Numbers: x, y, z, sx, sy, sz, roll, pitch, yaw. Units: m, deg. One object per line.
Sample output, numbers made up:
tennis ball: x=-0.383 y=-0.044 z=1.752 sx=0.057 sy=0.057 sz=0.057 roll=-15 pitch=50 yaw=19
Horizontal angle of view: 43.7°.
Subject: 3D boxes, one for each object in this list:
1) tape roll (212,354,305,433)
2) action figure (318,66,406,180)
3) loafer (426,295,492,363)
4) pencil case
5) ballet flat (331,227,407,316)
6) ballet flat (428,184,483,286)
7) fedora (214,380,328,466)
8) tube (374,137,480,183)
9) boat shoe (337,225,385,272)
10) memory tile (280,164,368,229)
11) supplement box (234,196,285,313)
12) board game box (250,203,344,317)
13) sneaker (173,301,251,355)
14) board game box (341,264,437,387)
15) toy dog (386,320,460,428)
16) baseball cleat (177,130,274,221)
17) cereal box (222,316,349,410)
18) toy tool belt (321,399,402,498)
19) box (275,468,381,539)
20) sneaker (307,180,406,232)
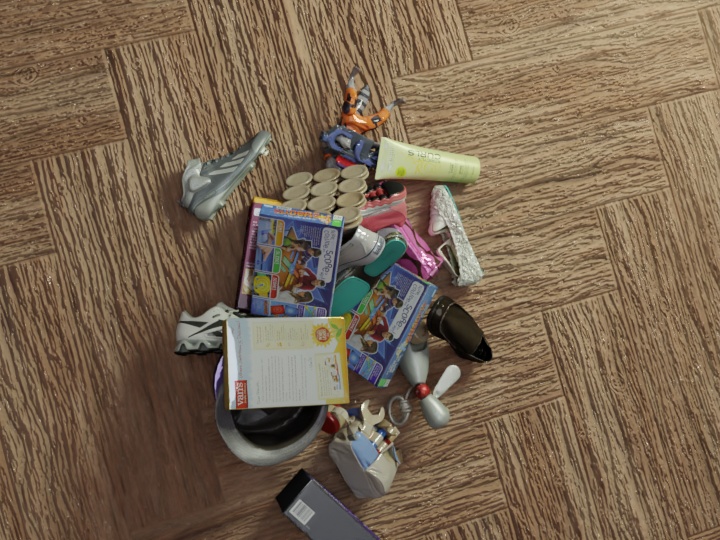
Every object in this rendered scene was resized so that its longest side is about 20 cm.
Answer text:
tape roll: x=-0.157 y=0.198 z=1.575 sx=0.200 sy=0.085 sz=0.200 roll=1 pitch=86 yaw=-11
action figure: x=0.005 y=-0.244 z=1.653 sx=0.200 sy=0.105 sz=0.194 roll=31 pitch=87 yaw=-35
loafer: x=0.186 y=0.108 z=1.600 sx=0.200 sy=0.071 sz=0.073 roll=40 pitch=76 yaw=-49
pencil case: x=0.071 y=-0.064 z=1.632 sx=0.091 sy=0.094 sz=0.200 roll=-40 pitch=96 yaw=-26
ballet flat: x=0.000 y=0.000 z=1.555 sx=0.072 sy=0.072 sz=0.200 roll=44 pitch=106 yaw=-5
ballet flat: x=0.164 y=-0.061 z=1.660 sx=0.072 sy=0.072 sz=0.200 roll=-23 pitch=89 yaw=-12
fedora: x=-0.152 y=0.224 z=1.484 sx=0.200 sy=0.090 sz=0.177 roll=-38 pitch=96 yaw=-22
tube: x=0.123 y=-0.194 z=1.654 sx=0.200 sy=0.052 sz=0.058 roll=5 pitch=61 yaw=-22
boat shoe: x=-0.044 y=-0.037 z=1.519 sx=0.070 sy=0.200 sz=0.071 roll=37 pitch=64 yaw=-25
memory tile: x=-0.063 y=-0.121 z=1.528 sx=0.153 sy=0.200 sz=0.017 roll=-7 pitch=123 yaw=10
supplement box: x=-0.154 y=-0.020 z=1.590 sx=0.110 sy=0.086 sz=0.200 roll=9 pitch=84 yaw=-10
board game box: x=-0.104 y=-0.006 z=1.467 sx=0.135 sy=0.034 sz=0.200 roll=10 pitch=124 yaw=-1
sneaker: x=-0.211 y=0.093 z=1.497 sx=0.200 sy=0.074 sz=0.089 roll=-1 pitch=74 yaw=2
board game box: x=0.032 y=0.086 z=1.581 sx=0.135 sy=0.034 sz=0.200 roll=32 pitch=98 yaw=30
toy dog: x=0.114 y=0.180 z=1.626 sx=0.096 sy=0.132 sz=0.200 roll=-10 pitch=93 yaw=-50
baseball cleat: x=-0.246 y=-0.186 z=1.594 sx=0.106 sy=0.070 sz=0.200 roll=37 pitch=79 yaw=-6
cereal box: x=-0.120 y=0.147 z=1.439 sx=0.200 sy=0.040 sz=0.144 roll=1 pitch=79 yaw=-20
toy tool belt: x=0.005 y=0.294 z=1.582 sx=0.123 sy=0.125 sz=0.200 roll=-45 pitch=114 yaw=-44
box: x=-0.045 y=0.442 z=1.549 sx=0.200 sy=0.141 sz=0.079 roll=43 pitch=77 yaw=-5
sneaker: x=-0.011 y=-0.084 z=1.548 sx=0.200 sy=0.074 sz=0.087 roll=-15 pitch=121 yaw=-1
